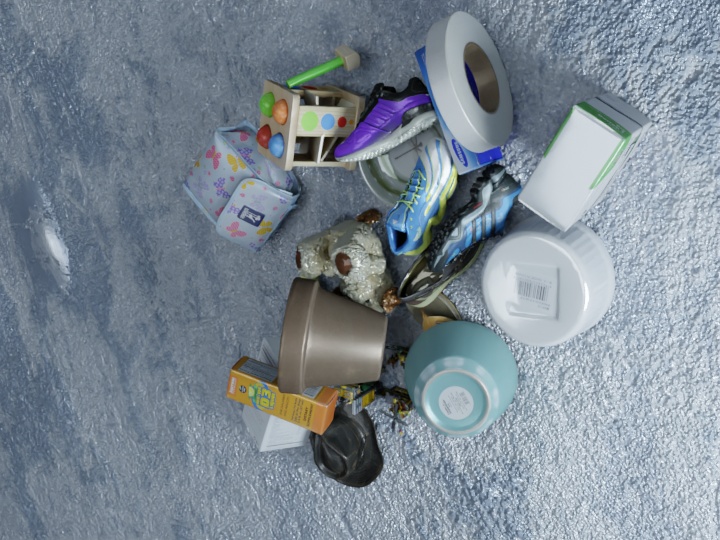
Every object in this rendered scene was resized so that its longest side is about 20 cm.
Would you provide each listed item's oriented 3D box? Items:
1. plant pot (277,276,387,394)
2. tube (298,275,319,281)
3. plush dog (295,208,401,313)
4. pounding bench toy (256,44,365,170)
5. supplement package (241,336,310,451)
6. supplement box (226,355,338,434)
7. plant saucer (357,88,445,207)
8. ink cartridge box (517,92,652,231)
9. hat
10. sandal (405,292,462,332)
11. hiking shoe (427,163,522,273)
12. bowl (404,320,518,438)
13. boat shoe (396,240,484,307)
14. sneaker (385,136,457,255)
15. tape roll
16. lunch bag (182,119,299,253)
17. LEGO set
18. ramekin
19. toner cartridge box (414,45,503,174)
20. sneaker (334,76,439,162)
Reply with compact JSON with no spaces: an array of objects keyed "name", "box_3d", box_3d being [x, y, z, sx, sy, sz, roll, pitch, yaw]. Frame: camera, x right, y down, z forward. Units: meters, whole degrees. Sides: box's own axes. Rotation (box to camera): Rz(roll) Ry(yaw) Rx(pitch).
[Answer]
[{"name":"plant pot","box_3d":[-0.044,0.125,1.307,0.171,0.201,0.204,9,111,1]},{"name":"tube","box_3d":[-0.081,0.108,1.448,0.052,0.057,0.203,-42,58,58]},{"name":"plush dog","box_3d":[0.000,0.000,1.362,0.198,0.160,0.174,5,125,51]},{"name":"pounding bench toy","box_3d":[-0.089,-0.285,1.287,0.124,0.154,0.203,38,125,51]},{"name":"supplement package","box_3d":[-0.150,0.244,1.510,0.110,0.112,0.203,48,128,45]},{"name":"supplement box","box_3d":[-0.144,0.226,1.379,0.197,0.069,0.068,19,113,15]},{"name":"plant saucer","box_3d":[0.084,-0.204,1.278,0.197,0.050,0.204,10,108,32]},{"name":"ink cartridge box","box_3d":[0.314,-0.155,1.041,0.084,0.199,0.147,37,122,16]},{"name":"hat","box_3d":[-0.051,0.355,1.511,0.198,0.080,0.204,11,109,33]},{"name":"sandal","box_3d":[0.146,0.113,1.322,0.080,0.054,0.202,-40,80,35]},{"name":"hiking shoe","box_3d":[0.185,-0.067,1.196,0.086,0.075,0.201,35,104,-9]},{"name":"bowl","box_3d":[0.163,0.196,1.262,0.197,0.105,0.205,3,106,11]},{"name":"boat shoe","box_3d":[0.137,-0.015,1.269,0.073,0.064,0.201,45,111,23]},{"name":"sneaker","box_3d":[0.094,-0.109,1.202,0.075,0.105,0.203,23,118,23]},{"name":"tape roll","box_3d":[0.164,-0.277,1.110,0.037,0.202,0.206,-14,95,36]},{"name":"lunch bag","box_3d":[-0.226,-0.158,1.463,0.201,0.127,0.170,49,127,5]},{"name":"LEGO set","box_3d":[0.023,0.201,1.393,0.198,0.115,0.156,20,114,28]},{"name":"ramekin","box_3d":[0.284,0.019,1.173,0.198,0.097,0.204,10,108,32]},{"name":"toner cartridge box","box_3d":[0.156,-0.258,1.186,0.043,0.094,0.203,-19,91,37]},{"name":"sneaker","box_3d":[0.034,-0.250,1.231,0.198,0.069,0.101,-22,88,29]}]
